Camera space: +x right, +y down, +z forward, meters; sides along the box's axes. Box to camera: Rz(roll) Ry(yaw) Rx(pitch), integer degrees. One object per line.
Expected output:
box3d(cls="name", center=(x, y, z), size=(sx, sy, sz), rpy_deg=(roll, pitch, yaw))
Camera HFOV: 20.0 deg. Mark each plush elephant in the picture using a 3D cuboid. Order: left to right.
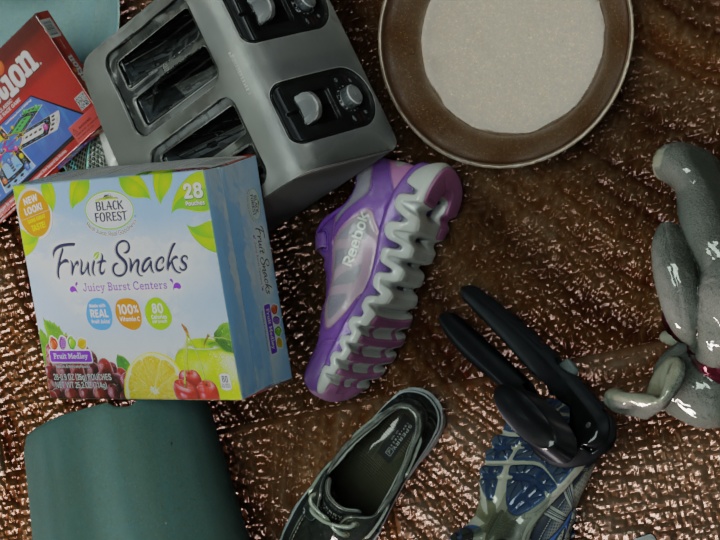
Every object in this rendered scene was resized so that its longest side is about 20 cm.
box3d(cls="plush elephant", center=(0.256, 0.041, 1.437), size=(0.155, 0.163, 0.201), rpy_deg=(129, 148, -47))

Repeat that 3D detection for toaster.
box3d(cls="toaster", center=(-0.099, -0.125, 1.550), size=(0.199, 0.118, 0.182), rpy_deg=(-30, 81, 39))

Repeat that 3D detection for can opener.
box3d(cls="can opener", center=(0.120, 0.073, 1.490), size=(0.063, 0.079, 0.200), rpy_deg=(-41, 42, 5))

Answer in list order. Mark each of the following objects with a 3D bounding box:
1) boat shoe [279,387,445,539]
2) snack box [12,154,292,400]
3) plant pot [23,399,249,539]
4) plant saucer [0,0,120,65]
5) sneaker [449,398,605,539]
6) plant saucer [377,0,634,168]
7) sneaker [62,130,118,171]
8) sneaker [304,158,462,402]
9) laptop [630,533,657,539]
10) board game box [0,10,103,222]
box3d(cls="boat shoe", center=(-0.012, 0.172, 1.557), size=(0.072, 0.071, 0.201), rpy_deg=(34, 100, 17))
box3d(cls="snack box", center=(-0.155, 0.007, 1.508), size=(0.199, 0.067, 0.170), rpy_deg=(-1, 101, 37))
box3d(cls="plant pot", center=(-0.168, 0.208, 1.557), size=(0.199, 0.200, 0.198), rpy_deg=(-18, 75, 18))
box3d(cls="plant saucer", center=(-0.280, -0.204, 1.683), size=(0.199, 0.039, 0.203), rpy_deg=(-1, 87, 20))
box3d(cls="sneaker", center=(0.124, 0.183, 1.513), size=(0.077, 0.085, 0.201), rpy_deg=(25, 75, 42))
box3d(cls="plant saucer", center=(0.112, -0.176, 1.543), size=(0.199, 0.037, 0.202), rpy_deg=(-1, 87, 20))
box3d(cls="sneaker", center=(-0.194, -0.033, 1.637), size=(0.091, 0.077, 0.202), rpy_deg=(-20, 75, 28))
box3d(cls="sneaker", center=(0.000, 0.000, 1.561), size=(0.088, 0.080, 0.201), rpy_deg=(25, 92, 25))
box3d(cls="laptop", center=(0.173, 0.309, 1.461), size=(0.186, 0.200, 0.117), rpy_deg=(-23, 50, 18))
box3d(cls="board game box", center=(-0.288, -0.109, 1.645), size=(0.200, 0.019, 0.103), rpy_deg=(-37, 83, 33))
